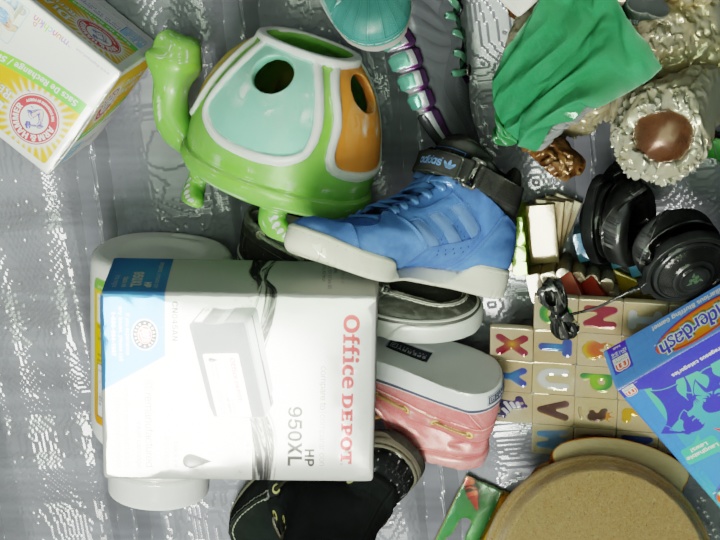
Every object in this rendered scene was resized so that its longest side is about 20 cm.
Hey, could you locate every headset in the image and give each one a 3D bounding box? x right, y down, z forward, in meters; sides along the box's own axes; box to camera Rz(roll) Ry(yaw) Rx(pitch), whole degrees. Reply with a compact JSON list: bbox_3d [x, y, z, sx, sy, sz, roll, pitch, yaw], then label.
[{"bbox_3d":[0.202,-0.030,1.315,0.200,0.123,0.094,-47,140,-13],"label":"headset"}]

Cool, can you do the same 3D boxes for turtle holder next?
[{"bbox_3d":[-0.065,-0.113,1.367,0.185,0.140,0.133,36,117,45],"label":"turtle holder"}]

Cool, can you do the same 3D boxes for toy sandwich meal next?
[{"bbox_3d":[0.178,0.229,1.402,0.203,0.070,0.207,2,76,-7],"label":"toy sandwich meal"}]

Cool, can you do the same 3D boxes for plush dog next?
[{"bbox_3d":[0.180,-0.157,1.316,0.170,0.160,0.202,-4,91,30],"label":"plush dog"}]

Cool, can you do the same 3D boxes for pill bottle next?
[{"bbox_3d":[-0.157,0.080,1.444,0.110,0.111,0.202,5,108,8],"label":"pill bottle"}]

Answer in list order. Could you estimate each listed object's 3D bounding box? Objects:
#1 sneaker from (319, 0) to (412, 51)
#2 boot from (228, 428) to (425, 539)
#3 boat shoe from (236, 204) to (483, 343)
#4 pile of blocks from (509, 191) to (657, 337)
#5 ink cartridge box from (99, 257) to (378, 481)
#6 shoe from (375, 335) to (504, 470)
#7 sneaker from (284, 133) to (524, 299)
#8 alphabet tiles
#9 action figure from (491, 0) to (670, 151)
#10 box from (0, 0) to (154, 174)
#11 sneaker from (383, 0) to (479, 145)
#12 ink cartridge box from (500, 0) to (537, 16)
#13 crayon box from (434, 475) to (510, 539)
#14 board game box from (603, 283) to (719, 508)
[{"bbox_3d":[-0.009,-0.255,1.285,0.071,0.080,0.202,-12,73,2],"label":"sneaker"},{"bbox_3d":[-0.052,0.212,1.422,0.203,0.154,0.074,-28,111,38],"label":"boot"},{"bbox_3d":[0.000,0.000,1.406,0.198,0.071,0.064,15,128,7],"label":"boat shoe"},{"bbox_3d":[0.158,-0.006,1.388,0.198,0.062,0.083,20,109,3],"label":"pile of blocks"},{"bbox_3d":[-0.086,0.072,1.340,0.198,0.084,0.146,1,107,-1],"label":"ink cartridge box"},{"bbox_3d":[0.016,0.086,1.436,0.199,0.072,0.092,22,132,19],"label":"shoe"},{"bbox_3d":[0.036,-0.048,1.302,0.199,0.077,0.112,10,96,-37],"label":"sneaker"},{"bbox_3d":[0.197,0.085,1.403,0.198,0.006,0.167,4,130,8],"label":"alphabet tiles"},{"bbox_3d":[0.135,-0.138,1.233,0.200,0.054,0.119,-49,58,57],"label":"action figure"},{"bbox_3d":[-0.268,-0.182,1.383,0.200,0.113,0.102,38,110,-4],"label":"box"},{"bbox_3d":[0.057,-0.181,1.349,0.087,0.074,0.201,-25,100,11],"label":"sneaker"},{"bbox_3d":[0.102,-0.286,1.276,0.116,0.201,0.067,-39,134,18],"label":"ink cartridge box"},{"bbox_3d":[0.147,0.265,1.479,0.199,0.051,0.128,24,110,3],"label":"crayon box"},{"bbox_3d":[0.294,0.091,1.356,0.152,0.045,0.200,-32,128,17],"label":"board game box"}]
